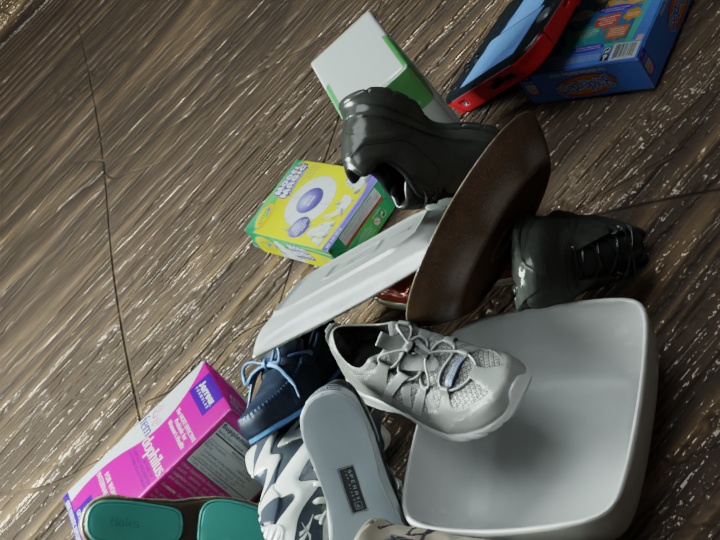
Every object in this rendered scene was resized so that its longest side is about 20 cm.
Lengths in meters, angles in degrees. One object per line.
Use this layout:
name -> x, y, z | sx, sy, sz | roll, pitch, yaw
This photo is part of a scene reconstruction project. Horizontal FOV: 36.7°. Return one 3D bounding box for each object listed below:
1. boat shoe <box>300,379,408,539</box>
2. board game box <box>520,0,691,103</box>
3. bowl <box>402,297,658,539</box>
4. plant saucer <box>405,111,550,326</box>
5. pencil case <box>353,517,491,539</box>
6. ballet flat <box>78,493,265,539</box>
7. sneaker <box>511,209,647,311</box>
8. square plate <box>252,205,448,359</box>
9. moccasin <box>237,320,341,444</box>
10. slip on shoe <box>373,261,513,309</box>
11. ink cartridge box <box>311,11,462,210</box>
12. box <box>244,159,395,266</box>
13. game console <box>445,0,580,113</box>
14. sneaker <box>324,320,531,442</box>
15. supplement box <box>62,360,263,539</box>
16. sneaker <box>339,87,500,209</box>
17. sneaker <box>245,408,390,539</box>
boat shoe -> 0.000, 0.187, 0.868 | 0.073, 0.201, 0.068 | -19, 2, 11
board game box -> 0.271, -0.273, 1.154 | 0.151, 0.045, 0.201 | 1, 55, 47
bowl -> 0.140, 0.128, 0.844 | 0.198, 0.075, 0.201 | -11, 46, 37
plant saucer -> 0.106, -0.033, 0.893 | 0.036, 0.201, 0.201 | 30, 74, 16
pencil case -> 0.084, 0.229, 0.750 | 0.198, 0.079, 0.089 | 5, 23, 28
ballet flat -> -0.153, 0.238, 0.981 | 0.067, 0.198, 0.069 | 117, 164, -63
sneaker -> 0.180, -0.015, 0.885 | 0.090, 0.077, 0.200 | 1, 14, 28
square plate -> 0.000, 0.000, 1.003 | 0.197, 0.029, 0.200 | -30, 7, 15
moccasin -> -0.072, 0.097, 1.028 | 0.080, 0.069, 0.200 | -29, 7, 23
slip on shoe -> 0.084, -0.012, 1.058 | 0.199, 0.061, 0.075 | -14, 46, 38
ink cartridge box -> 0.055, -0.144, 1.105 | 0.084, 0.200, 0.146 | -40, 34, 10
box -> -0.053, -0.069, 1.270 | 0.199, 0.048, 0.118 | 12, 62, 52
game console -> 0.177, -0.265, 1.191 | 0.178, 0.031, 0.200 | -61, 16, -18
sneaker -> 0.044, 0.080, 0.857 | 0.199, 0.082, 0.075 | 1, 54, 47
supplement box -> -0.180, 0.206, 1.065 | 0.200, 0.103, 0.101 | -43, 34, -2
sneaker -> 0.066, -0.092, 0.981 | 0.076, 0.198, 0.092 | 147, 133, -61
sneaker -> -0.021, 0.183, 0.944 | 0.130, 0.079, 0.199 | -44, 28, 8
